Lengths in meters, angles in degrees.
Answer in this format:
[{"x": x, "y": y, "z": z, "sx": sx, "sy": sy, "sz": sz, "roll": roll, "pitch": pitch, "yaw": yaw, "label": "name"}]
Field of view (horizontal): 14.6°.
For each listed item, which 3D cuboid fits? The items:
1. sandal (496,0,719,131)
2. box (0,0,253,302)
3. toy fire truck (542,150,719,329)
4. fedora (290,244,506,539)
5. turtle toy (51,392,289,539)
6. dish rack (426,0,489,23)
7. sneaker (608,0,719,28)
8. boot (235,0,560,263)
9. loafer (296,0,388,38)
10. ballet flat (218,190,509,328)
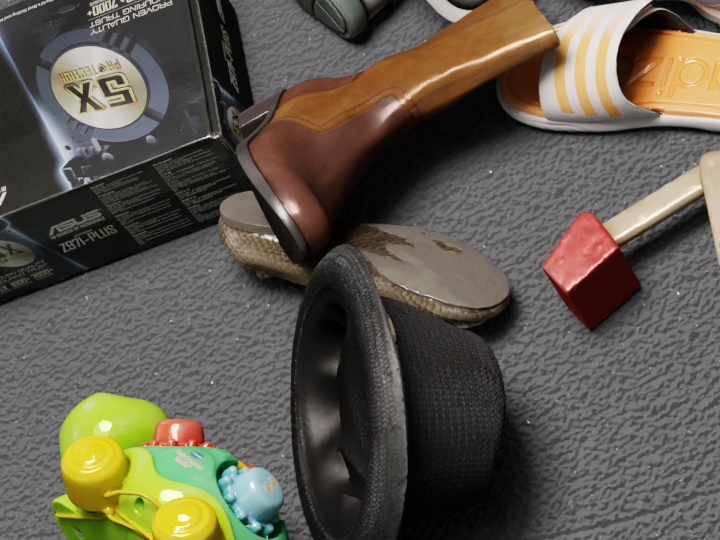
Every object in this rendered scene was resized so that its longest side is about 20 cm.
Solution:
[{"x": 0.174, "y": -0.127, "z": 1.666, "sx": 0.206, "sy": 0.059, "sz": 0.079, "roll": 4, "pitch": 62, "yaw": 26, "label": "sandal"}, {"x": -0.173, "y": -0.095, "z": 1.788, "sx": 0.200, "sy": 0.086, "sz": 0.164, "roll": -20, "pitch": 55, "yaw": 12, "label": "box"}, {"x": 0.218, "y": -0.024, "z": 1.590, "sx": 0.200, "sy": 0.049, "sz": 0.141, "roll": -43, "pitch": 53, "yaw": -5, "label": "toy fire truck"}, {"x": 0.025, "y": 0.080, "z": 1.574, "sx": 0.091, "sy": 0.201, "sz": 0.201, "roll": 2, "pitch": 54, "yaw": -16, "label": "fedora"}, {"x": -0.108, "y": 0.140, "z": 1.595, "sx": 0.101, "sy": 0.146, "sz": 0.200, "roll": -37, "pitch": 50, "yaw": -28, "label": "turtle toy"}, {"x": 0.081, "y": -0.268, "z": 1.765, "sx": 0.200, "sy": 0.044, "sz": 0.172, "roll": -43, "pitch": 92, "yaw": -5, "label": "dish rack"}, {"x": 0.182, "y": -0.201, "z": 1.685, "sx": 0.200, "sy": 0.077, "sz": 0.076, "roll": 16, "pitch": 71, "yaw": 24, "label": "sneaker"}, {"x": 0.030, "y": -0.089, "z": 1.663, "sx": 0.200, "sy": 0.069, "sz": 0.188, "roll": -24, "pitch": 17, "yaw": 6, "label": "boot"}, {"x": -0.048, "y": -0.226, "z": 1.827, "sx": 0.063, "sy": 0.072, "sz": 0.200, "roll": -40, "pitch": 61, "yaw": -12, "label": "loafer"}, {"x": 0.000, "y": 0.000, "z": 1.682, "sx": 0.200, "sy": 0.046, "sz": 0.067, "roll": 16, "pitch": 33, "yaw": 26, "label": "ballet flat"}]
